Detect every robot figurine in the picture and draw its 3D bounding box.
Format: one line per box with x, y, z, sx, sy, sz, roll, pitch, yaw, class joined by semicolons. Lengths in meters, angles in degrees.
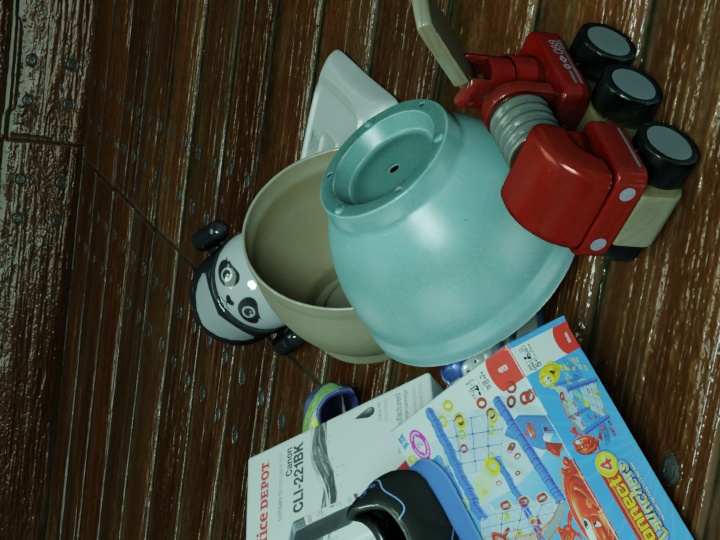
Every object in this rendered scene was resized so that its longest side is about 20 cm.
-0.134;0.023;1.594;0.200;0.149;0.126;151;132;-63;robot figurine

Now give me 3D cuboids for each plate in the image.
-0.026;-0.124;1.479;0.200;0.032;0.201;-128;45;-58;plate

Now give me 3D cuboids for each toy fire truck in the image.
0.116;-0.110;0.932;0.129;0.199;0.177;114;149;-41;toy fire truck

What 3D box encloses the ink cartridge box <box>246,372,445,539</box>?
0.001;0.200;1.152;0.199;0.084;0.145;-28;38;21;ink cartridge box

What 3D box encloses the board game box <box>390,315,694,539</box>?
0.127;0.162;0.964;0.197;0.056;0.200;61;148;11;board game box

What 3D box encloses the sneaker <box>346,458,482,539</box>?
0.067;0.235;0.974;0.200;0.078;0.070;54;146;22;sneaker

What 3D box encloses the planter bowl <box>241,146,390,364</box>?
0.000;0.000;1.239;0.135;0.199;0.201;79;174;-49;planter bowl

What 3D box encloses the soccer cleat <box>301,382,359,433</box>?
-0.028;0.217;1.404;0.084;0.064;0.202;154;117;-61;soccer cleat

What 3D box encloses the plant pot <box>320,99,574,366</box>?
0.052;-0.046;1.038;0.200;0.134;0.201;-28;36;22;plant pot

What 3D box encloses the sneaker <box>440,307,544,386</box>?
0.103;0.102;1.081;0.075;0.088;0.201;143;125;-58;sneaker
